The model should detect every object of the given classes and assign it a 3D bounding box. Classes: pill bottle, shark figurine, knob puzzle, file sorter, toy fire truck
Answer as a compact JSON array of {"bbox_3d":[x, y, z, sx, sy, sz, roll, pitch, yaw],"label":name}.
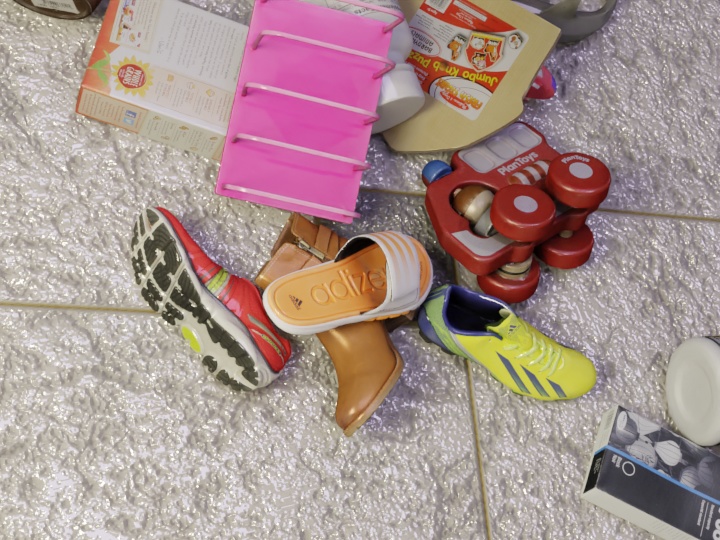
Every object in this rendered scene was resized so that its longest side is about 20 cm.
[{"bbox_3d":[-0.009,-0.249,1.375,0.114,0.114,0.201,-16,77,-26],"label":"pill bottle"},{"bbox_3d":[0.429,0.121,1.377,0.199,0.112,0.113,-2,66,-22],"label":"pill bottle"},{"bbox_3d":[0.246,-0.304,1.529,0.213,0.090,0.129,-12,72,-23],"label":"shark figurine"},{"bbox_3d":[0.092,-0.211,1.417,0.218,0.030,0.221,-3,78,15],"label":"knob puzzle"},{"bbox_3d":[-0.046,-0.156,1.239,0.138,0.125,0.201,12,91,-10],"label":"file sorter"},{"bbox_3d":[0.153,-0.073,1.382,0.199,0.113,0.168,-28,54,-30],"label":"toy fire truck"}]

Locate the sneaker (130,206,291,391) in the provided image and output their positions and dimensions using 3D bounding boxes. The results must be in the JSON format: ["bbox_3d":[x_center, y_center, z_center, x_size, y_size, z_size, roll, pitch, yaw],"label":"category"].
[{"bbox_3d":[-0.140,0.023,1.245,0.200,0.077,0.085,54,40,4],"label":"sneaker"}]

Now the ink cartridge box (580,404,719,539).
[{"bbox_3d":[0.325,0.224,1.332,0.199,0.039,0.100,27,58,-8],"label":"ink cartridge box"}]

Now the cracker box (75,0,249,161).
[{"bbox_3d":[-0.172,-0.193,1.333,0.199,0.058,0.135,18,62,-11],"label":"cracker box"}]

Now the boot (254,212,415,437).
[{"bbox_3d":[-0.030,0.045,1.246,0.155,0.077,0.201,33,52,-16],"label":"boot"}]

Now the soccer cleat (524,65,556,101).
[{"bbox_3d":[0.140,-0.263,1.477,0.199,0.067,0.077,30,74,0],"label":"soccer cleat"}]

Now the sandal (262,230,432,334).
[{"bbox_3d":[0.004,0.007,1.216,0.206,0.059,0.079,-20,72,-42],"label":"sandal"}]

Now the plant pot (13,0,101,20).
[{"bbox_3d":[-0.286,-0.360,1.316,0.186,0.187,0.201,15,76,-13],"label":"plant pot"}]

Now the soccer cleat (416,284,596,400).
[{"bbox_3d":[0.151,0.073,1.311,0.199,0.084,0.065,24,59,-9],"label":"soccer cleat"}]
